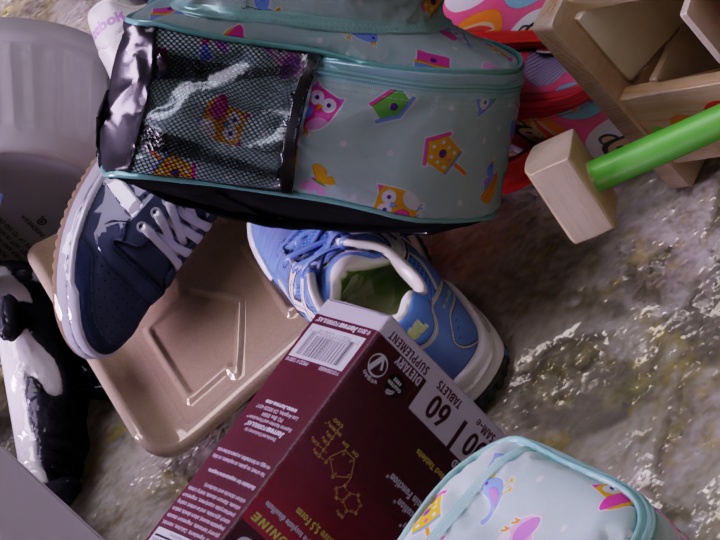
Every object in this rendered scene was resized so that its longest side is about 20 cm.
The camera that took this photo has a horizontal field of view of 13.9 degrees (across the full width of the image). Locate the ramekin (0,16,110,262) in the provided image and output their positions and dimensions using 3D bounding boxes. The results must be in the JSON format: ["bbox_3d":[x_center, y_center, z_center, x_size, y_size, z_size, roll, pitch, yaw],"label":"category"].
[{"bbox_3d":[-0.214,-0.048,1.768,0.202,0.202,0.095,-32,43,20],"label":"ramekin"}]

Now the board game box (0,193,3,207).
[{"bbox_3d":[-0.289,0.026,1.720,0.035,0.135,0.201,-86,9,-49],"label":"board game box"}]

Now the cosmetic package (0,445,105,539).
[{"bbox_3d":[-0.257,0.204,1.562,0.200,0.123,0.200,-4,48,51],"label":"cosmetic package"}]

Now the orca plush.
[{"bbox_3d":[-0.167,0.066,1.681,0.071,0.106,0.200,-10,32,-7],"label":"orca plush"}]

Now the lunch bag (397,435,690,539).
[{"bbox_3d":[0.048,0.171,1.269,0.200,0.077,0.160,-49,30,-8],"label":"lunch bag"}]

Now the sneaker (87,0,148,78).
[{"bbox_3d":[-0.089,-0.149,1.773,0.075,0.100,0.200,-34,-3,32],"label":"sneaker"}]

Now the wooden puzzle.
[{"bbox_3d":[-0.068,-0.009,1.638,0.200,0.046,0.185,-38,50,2],"label":"wooden puzzle"}]

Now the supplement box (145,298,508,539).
[{"bbox_3d":[-0.027,0.126,1.389,0.200,0.109,0.061,-53,31,-14],"label":"supplement box"}]

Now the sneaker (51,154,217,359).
[{"bbox_3d":[-0.089,-0.041,1.595,0.108,0.070,0.201,3,59,32],"label":"sneaker"}]

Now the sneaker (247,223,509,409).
[{"bbox_3d":[0.000,0.000,1.511,0.076,0.077,0.200,-49,43,-5],"label":"sneaker"}]

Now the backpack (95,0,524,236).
[{"bbox_3d":[-0.015,-0.095,1.470,0.176,0.199,0.154,-55,-18,-79],"label":"backpack"}]

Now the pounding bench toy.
[{"bbox_3d":[0.181,-0.103,1.404,0.156,0.124,0.200,-5,47,48],"label":"pounding bench toy"}]

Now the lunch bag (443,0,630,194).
[{"bbox_3d":[0.100,-0.119,1.580,0.200,0.082,0.177,3,58,52],"label":"lunch bag"}]
